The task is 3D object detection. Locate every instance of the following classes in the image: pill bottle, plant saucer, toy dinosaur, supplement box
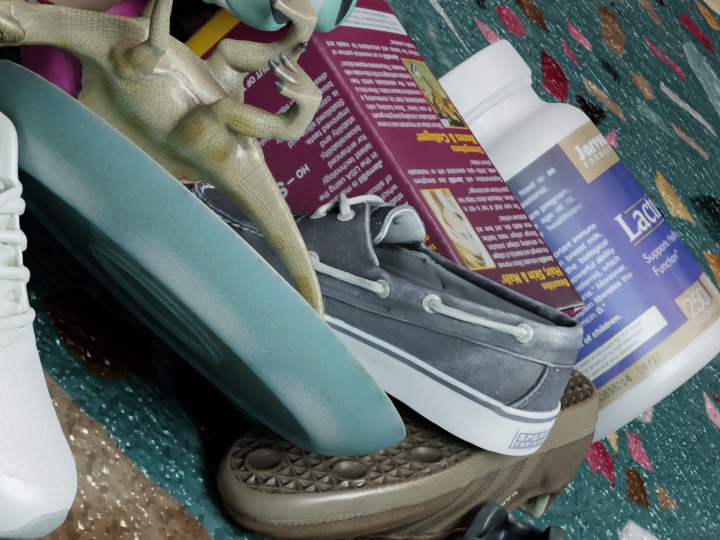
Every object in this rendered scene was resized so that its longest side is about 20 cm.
[{"bbox_3d":[0.099,-0.016,0.982,0.200,0.116,0.116,53,25,1],"label":"pill bottle"},{"bbox_3d":[-0.067,0.004,0.664,0.200,0.027,0.200,41,-10,9],"label":"plant saucer"},{"bbox_3d":[-0.056,-0.059,0.679,0.200,0.101,0.058,42,37,-16],"label":"toy dinosaur"},{"bbox_3d":[0.005,-0.038,0.880,0.201,0.086,0.110,58,26,13],"label":"supplement box"}]

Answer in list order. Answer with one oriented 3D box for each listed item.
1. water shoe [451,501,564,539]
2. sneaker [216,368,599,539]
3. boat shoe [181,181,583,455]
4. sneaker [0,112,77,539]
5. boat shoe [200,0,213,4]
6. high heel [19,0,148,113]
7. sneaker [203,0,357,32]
[{"bbox_3d":[0.026,0.137,0.678,0.071,0.079,0.200,18,12,14],"label":"water shoe"},{"bbox_3d":[0.025,0.094,0.765,0.199,0.076,0.070,-10,31,-39],"label":"sneaker"},{"bbox_3d":[0.000,0.000,0.757,0.199,0.068,0.072,30,22,23],"label":"boat shoe"},{"bbox_3d":[-0.142,-0.008,0.596,0.201,0.080,0.070,60,24,11],"label":"sneaker"},{"bbox_3d":[-0.060,-0.175,0.935,0.075,0.074,0.200,15,14,13],"label":"boat shoe"},{"bbox_3d":[-0.120,-0.131,0.774,0.096,0.067,0.201,87,0,-54],"label":"high heel"},{"bbox_3d":[-0.066,-0.160,0.770,0.139,0.078,0.200,26,10,8],"label":"sneaker"}]
